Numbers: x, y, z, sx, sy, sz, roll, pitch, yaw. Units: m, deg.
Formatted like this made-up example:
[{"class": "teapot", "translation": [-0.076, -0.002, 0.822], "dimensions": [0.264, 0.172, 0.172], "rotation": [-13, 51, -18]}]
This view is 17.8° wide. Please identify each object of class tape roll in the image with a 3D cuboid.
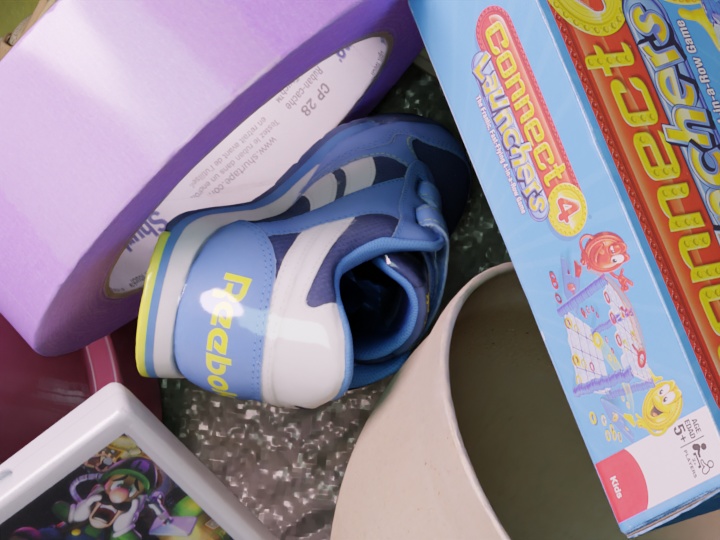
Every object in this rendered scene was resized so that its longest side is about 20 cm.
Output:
[{"class": "tape roll", "translation": [-0.060, -0.059, 0.822], "dimensions": [0.200, 0.200, 0.066], "rotation": [-43, 83, 4]}]

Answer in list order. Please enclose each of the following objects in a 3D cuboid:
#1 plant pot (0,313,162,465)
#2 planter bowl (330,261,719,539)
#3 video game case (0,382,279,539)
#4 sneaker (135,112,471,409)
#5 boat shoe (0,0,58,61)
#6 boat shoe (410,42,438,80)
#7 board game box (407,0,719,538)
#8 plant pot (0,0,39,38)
[{"class": "plant pot", "translation": [-0.197, 0.056, 0.873], "dimensions": [0.200, 0.179, 0.200], "rotation": [-2, 81, 14]}, {"class": "planter bowl", "translation": [0.066, 0.115, 0.807], "dimensions": [0.135, 0.200, 0.200], "rotation": [-45, 73, 31]}, {"class": "video game case", "translation": [-0.100, 0.154, 0.842], "dimensions": [0.182, 0.200, 0.023], "rotation": [-36, 36, 6]}, {"class": "sneaker", "translation": [0.000, 0.000, 0.833], "dimensions": [0.082, 0.200, 0.074], "rotation": [15, 117, 24]}, {"class": "boat shoe", "translation": [-0.102, -0.101, 0.888], "dimensions": [0.063, 0.073, 0.201], "rotation": [49, 137, 5]}, {"class": "boat shoe", "translation": [0.033, -0.123, 0.890], "dimensions": [0.200, 0.065, 0.071], "rotation": [25, 51, 17]}, {"class": "board game box", "translation": [0.137, -0.027, 0.801], "dimensions": [0.056, 0.196, 0.200], "rotation": [-35, 72, 46]}, {"class": "plant pot", "translation": [-0.202, -0.197, 0.921], "dimensions": [0.200, 0.200, 0.193], "rotation": [-22, 65, 10]}]
